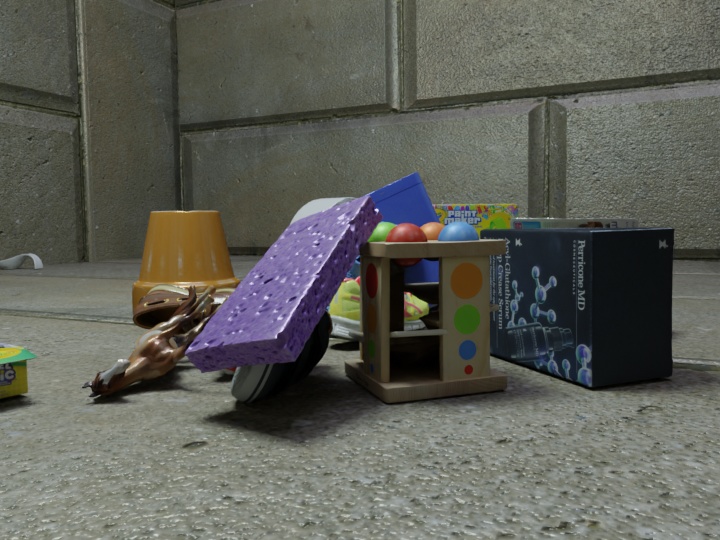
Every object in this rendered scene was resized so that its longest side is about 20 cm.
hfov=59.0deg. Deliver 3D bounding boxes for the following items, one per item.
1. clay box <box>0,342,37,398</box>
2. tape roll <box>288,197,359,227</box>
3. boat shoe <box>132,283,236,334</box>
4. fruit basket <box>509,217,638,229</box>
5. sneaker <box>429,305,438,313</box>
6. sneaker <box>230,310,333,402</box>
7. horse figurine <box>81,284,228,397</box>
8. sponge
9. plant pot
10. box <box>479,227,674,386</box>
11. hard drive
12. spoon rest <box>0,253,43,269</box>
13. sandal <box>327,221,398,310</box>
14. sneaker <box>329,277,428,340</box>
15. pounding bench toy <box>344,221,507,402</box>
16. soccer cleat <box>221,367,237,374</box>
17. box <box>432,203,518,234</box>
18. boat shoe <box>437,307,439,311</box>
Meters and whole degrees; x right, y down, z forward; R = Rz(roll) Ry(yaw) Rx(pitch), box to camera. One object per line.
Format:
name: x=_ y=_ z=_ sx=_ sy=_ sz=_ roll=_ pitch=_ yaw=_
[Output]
clay box: x=-0.402 y=0.095 z=0.592 sx=0.198 sy=0.048 sz=0.114 roll=4 pitch=6 yaw=36
tape roll: x=-0.037 y=-0.020 z=1.069 sx=0.070 sy=0.205 sz=0.201 roll=3 pitch=6 yaw=38
boat shoe: x=-0.218 y=0.066 z=0.870 sx=0.198 sy=0.073 sz=0.068 roll=5 pitch=26 yaw=15
fruit basket: x=0.348 y=0.000 z=1.031 sx=0.198 sy=0.187 sz=0.094 roll=7 pitch=38 yaw=35
sneaker: x=0.132 y=0.041 z=1.084 sx=0.198 sy=0.071 sz=0.082 roll=-5 pitch=3 yaw=-28
sneaker: x=-0.069 y=0.071 z=0.622 sx=0.079 sy=0.079 sz=0.200 roll=31 pitch=19 yaw=-11
horse figurine: x=-0.200 y=0.070 z=0.667 sx=0.132 sy=0.050 sz=0.200 roll=-39 pitch=12 yaw=-2
sponge: x=-0.062 y=0.009 z=0.565 sx=0.111 sy=0.030 sz=0.201 roll=-15 pitch=30 yaw=35
plant pot: x=-0.324 y=-0.018 z=1.186 sx=0.198 sy=0.186 sz=0.200 roll=-1 pitch=4 yaw=0
box: x=0.225 y=0.028 z=0.694 sx=0.106 sy=0.150 sz=0.200 roll=-3 pitch=4 yaw=-21
hard drive: x=0.070 y=-0.035 z=0.993 sx=0.131 sy=0.202 sz=0.025 roll=-24 pitch=-9 yaw=4
spoon rest: x=-1.345 y=-0.037 z=2.511 sx=0.198 sy=0.061 sz=0.099 roll=1 pitch=4 yaw=18
sandal: x=0.000 y=0.000 z=0.930 sx=0.079 sy=0.201 sz=0.087 roll=35 pitch=-8 yaw=22
sneaker: x=0.032 y=0.040 z=0.870 sx=0.078 sy=0.091 sz=0.199 roll=0 pitch=2 yaw=36
pounding bench toy: x=0.047 y=0.029 z=0.660 sx=0.123 sy=0.158 sz=0.200 roll=-2 pitch=4 yaw=-19
soccer cleat: x=-0.137 y=0.076 z=0.740 sx=0.085 sy=0.069 sz=0.200 roll=-33 pitch=9 yaw=18
box: x=0.202 y=-0.036 z=1.282 sx=0.198 sy=0.195 sz=0.122 roll=-2 pitch=4 yaw=-7
boat shoe: x=0.220 y=0.050 z=0.990 sx=0.198 sy=0.065 sz=0.072 roll=-19 pitch=-5 yaw=2
